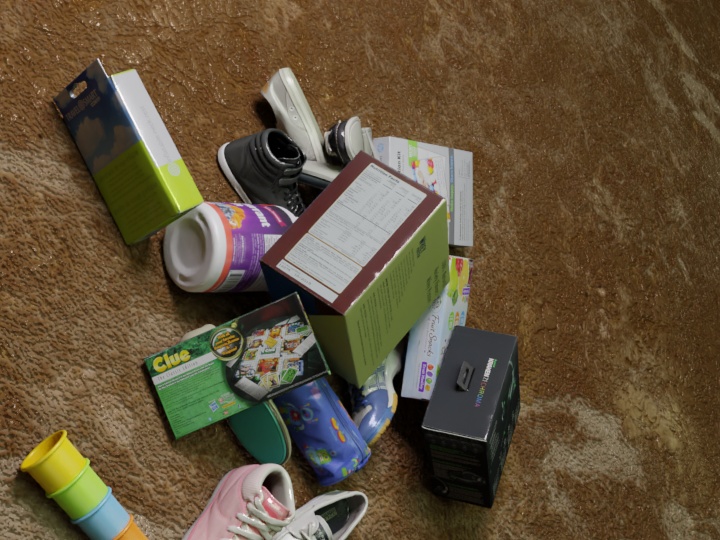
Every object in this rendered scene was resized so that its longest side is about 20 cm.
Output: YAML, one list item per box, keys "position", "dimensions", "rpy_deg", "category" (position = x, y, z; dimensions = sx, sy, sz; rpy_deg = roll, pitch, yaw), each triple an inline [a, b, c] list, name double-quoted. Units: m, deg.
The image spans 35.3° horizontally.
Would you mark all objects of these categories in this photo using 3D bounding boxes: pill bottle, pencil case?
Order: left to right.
- position: [-0.141, -0.029, 1.444]
  dimensions: [0.199, 0.111, 0.112]
  rpy_deg: [0, 71, -47]
  category: "pill bottle"
- position: [-0.059, 0.176, 1.433]
  dimensions: [0.078, 0.087, 0.201]
  rpy_deg: [-40, 108, -41]
  category: "pencil case"

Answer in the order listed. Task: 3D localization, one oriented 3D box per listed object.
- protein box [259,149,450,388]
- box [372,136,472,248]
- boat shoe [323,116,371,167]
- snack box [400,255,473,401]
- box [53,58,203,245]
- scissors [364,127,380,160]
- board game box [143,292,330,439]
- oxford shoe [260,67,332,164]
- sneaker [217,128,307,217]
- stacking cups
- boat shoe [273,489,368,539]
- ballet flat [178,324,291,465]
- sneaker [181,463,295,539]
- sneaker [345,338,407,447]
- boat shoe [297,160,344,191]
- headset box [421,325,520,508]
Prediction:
- position: [0.000, 0.000, 1.426]
  dimensions: [0.135, 0.199, 0.200]
  rpy_deg: [33, 67, 23]
  category: "protein box"
- position: [0.099, -0.119, 1.768]
  dimensions: [0.199, 0.041, 0.157]
  rpy_deg: [5, 84, -44]
  category: "box"
- position: [-0.023, -0.182, 1.620]
  dimensions: [0.200, 0.060, 0.074]
  rpy_deg: [-47, 136, -79]
  category: "boat shoe"
- position: [0.111, 0.078, 1.603]
  dimensions: [0.142, 0.053, 0.201]
  rpy_deg: [3, 96, -71]
  category: "snack box"
- position: [-0.279, -0.143, 1.348]
  dimensions: [0.048, 0.122, 0.201]
  rpy_deg: [-29, 93, -45]
  category: "box"
- position: [0.040, -0.113, 1.650]
  dimensions: [0.073, 0.014, 0.200]
  rpy_deg: [-60, 136, -28]
  category: "scissors"
- position: [-0.144, 0.111, 1.321]
  dimensions: [0.023, 0.199, 0.105]
  rpy_deg: [-4, 71, -83]
  category: "board game box"
- position: [-0.087, -0.193, 1.631]
  dimensions: [0.075, 0.058, 0.201]
  rpy_deg: [-98, 163, -69]
  category: "oxford shoe"
- position: [-0.100, -0.106, 1.536]
  dimensions: [0.200, 0.099, 0.071]
  rpy_deg: [52, 40, -16]
  category: "sneaker"
- position: [-0.271, 0.261, 1.201]
  dimensions: [0.200, 0.060, 0.061]
  rpy_deg: [51, 42, -15]
  category: "stacking cups"
- position: [-0.063, 0.326, 1.384]
  dimensions: [0.200, 0.066, 0.072]
  rpy_deg: [-21, 87, -49]
  category: "boat shoe"
- position: [-0.146, 0.150, 1.392]
  dimensions: [0.200, 0.069, 0.069]
  rpy_deg: [55, 42, -10]
  category: "ballet flat"
- position: [-0.140, 0.301, 1.288]
  dimensions: [0.075, 0.104, 0.201]
  rpy_deg: [46, 45, -23]
  category: "sneaker"
- position: [0.003, 0.152, 1.546]
  dimensions: [0.088, 0.075, 0.200]
  rpy_deg: [35, 39, -20]
  category: "sneaker"
- position: [-0.014, -0.103, 1.580]
  dimensions: [0.199, 0.062, 0.073]
  rpy_deg: [17, 19, 2]
  category: "boat shoe"
- position: [0.157, 0.200, 1.571]
  dimensions: [0.200, 0.092, 0.175]
  rpy_deg: [78, 28, -51]
  category: "headset box"
